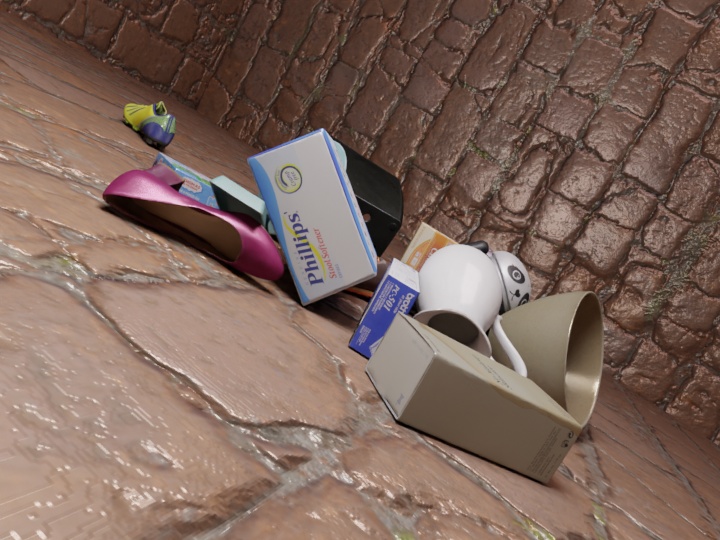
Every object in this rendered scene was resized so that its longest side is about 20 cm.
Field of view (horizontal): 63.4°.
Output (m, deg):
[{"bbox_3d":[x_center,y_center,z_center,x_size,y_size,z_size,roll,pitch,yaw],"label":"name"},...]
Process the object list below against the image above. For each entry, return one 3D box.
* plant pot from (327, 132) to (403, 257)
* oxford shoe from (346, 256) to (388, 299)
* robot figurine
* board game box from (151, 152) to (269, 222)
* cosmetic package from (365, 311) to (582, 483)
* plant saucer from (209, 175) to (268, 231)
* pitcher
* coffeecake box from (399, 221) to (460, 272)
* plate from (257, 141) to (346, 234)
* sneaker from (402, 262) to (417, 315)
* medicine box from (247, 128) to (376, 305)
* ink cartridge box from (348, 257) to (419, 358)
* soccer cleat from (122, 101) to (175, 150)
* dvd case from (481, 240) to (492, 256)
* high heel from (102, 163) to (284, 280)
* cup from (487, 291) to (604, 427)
[{"bbox_3d":[-0.031,-0.098,1.077,0.198,0.201,0.178,27,20,-27],"label":"plant pot"},{"bbox_3d":[0.000,0.000,0.949,0.198,0.073,0.071,27,9,-26],"label":"oxford shoe"},{"bbox_3d":[0.192,0.042,1.001,0.151,0.196,0.127,64,12,-57],"label":"robot figurine"},{"bbox_3d":[-0.232,-0.119,0.884,0.150,0.037,0.200,27,3,-30],"label":"board game box"},{"bbox_3d":[0.113,0.129,0.589,0.198,0.074,0.104,29,8,-25],"label":"cosmetic package"},{"bbox_3d":[-0.143,-0.063,0.725,0.069,0.019,0.200,32,-14,1],"label":"plant saucer"},{"bbox_3d":[0.149,0.061,0.784,0.170,0.122,0.201,35,30,-6],"label":"pitcher"},{"bbox_3d":[0.178,0.014,1.251,0.198,0.155,0.073,31,8,1],"label":"coffeecake box"},{"bbox_3d":[-0.112,-0.153,1.006,0.200,0.201,0.026,38,-2,46],"label":"plate"},{"bbox_3d":[0.102,0.045,1.078,0.199,0.075,0.079,23,16,-49],"label":"sneaker"},{"bbox_3d":[-0.054,-0.073,0.770,0.200,0.101,0.185,-86,155,-82],"label":"medicine box"},{"bbox_3d":[0.034,0.043,0.736,0.044,0.095,0.200,29,8,2],"label":"ink cartridge box"},{"bbox_3d":[-0.437,-0.319,1.220,0.064,0.085,0.200,21,12,-47],"label":"soccer cleat"},{"bbox_3d":[0.228,0.050,1.098,0.202,0.147,0.016,60,-23,21],"label":"dvd case"},{"bbox_3d":[-0.179,-0.038,0.635,0.198,0.068,0.096,33,32,2],"label":"high heel"},{"bbox_3d":[0.279,0.128,0.903,0.141,0.204,0.199,5,-10,37],"label":"cup"}]
